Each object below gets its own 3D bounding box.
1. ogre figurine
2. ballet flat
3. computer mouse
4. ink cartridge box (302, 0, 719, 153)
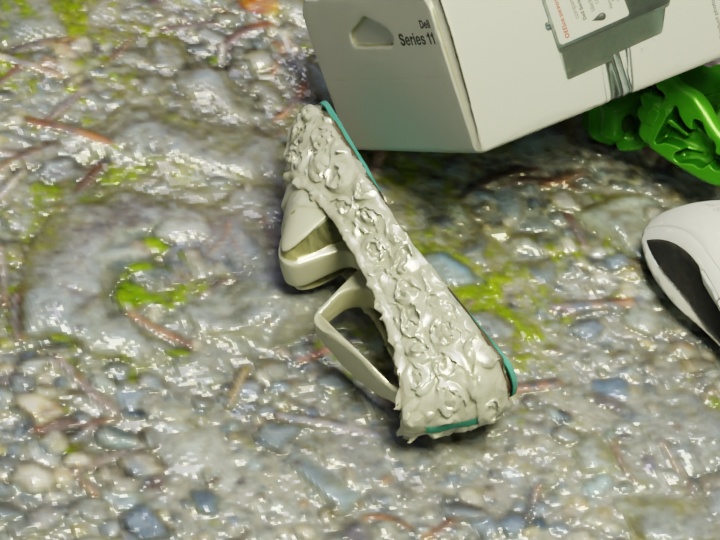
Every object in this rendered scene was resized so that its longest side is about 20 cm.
[{"bbox_3d":[0.222,-0.081,1.431,0.120,0.199,0.099,-26,97,-53],"label":"ogre figurine"},{"bbox_3d":[0.000,0.000,1.314,0.071,0.072,0.200,-12,48,-26],"label":"ballet flat"},{"bbox_3d":[0.204,0.026,1.342,0.109,0.044,0.200,-17,50,-30],"label":"computer mouse"},{"bbox_3d":[0.093,-0.126,1.393,0.199,0.083,0.146,-22,12,-23],"label":"ink cartridge box"}]
